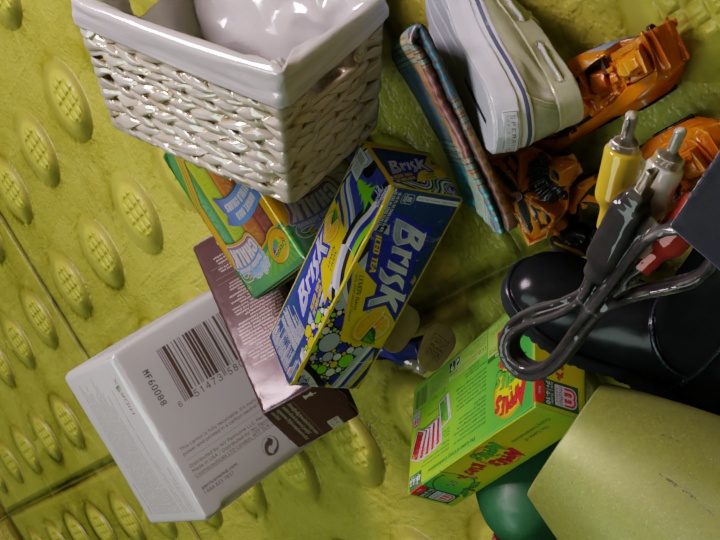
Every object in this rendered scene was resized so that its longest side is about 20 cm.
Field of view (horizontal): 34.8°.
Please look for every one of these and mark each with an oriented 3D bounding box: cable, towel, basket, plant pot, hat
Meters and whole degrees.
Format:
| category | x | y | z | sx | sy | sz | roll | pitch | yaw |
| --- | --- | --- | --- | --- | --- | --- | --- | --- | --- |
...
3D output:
| category | x | y | z | sx | sy | sz | roll | pitch | yaw |
| --- | --- | --- | --- | --- | --- | --- | --- | --- | --- |
| cable | 0.159 | 0.005 | 0.714 | 0.097 | 0.050 | 0.201 | 40 | 133 | 20 |
| towel | 0.061 | -0.101 | 0.808 | 0.148 | 0.022 | 0.200 | 63 | -176 | -8 |
| basket | -0.092 | -0.153 | 0.851 | 0.199 | 0.136 | 0.124 | 24 | 138 | 26 |
| plant pot | 0.216 | 0.167 | 0.747 | 0.199 | 0.187 | 0.188 | 35 | 142 | 15 |
| hat | 0.109 | 0.207 | 0.956 | 0.199 | 0.176 | 0.167 | 30 | 138 | 36 |

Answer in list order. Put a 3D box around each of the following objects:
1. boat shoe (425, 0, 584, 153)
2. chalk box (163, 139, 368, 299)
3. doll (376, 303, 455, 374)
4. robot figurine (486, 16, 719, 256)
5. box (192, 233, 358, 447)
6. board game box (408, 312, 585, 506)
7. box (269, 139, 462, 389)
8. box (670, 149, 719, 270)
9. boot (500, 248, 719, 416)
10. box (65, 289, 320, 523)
| category | x | y | z | sx | sy | sz | roll | pitch | yaw |
| --- | --- | --- | --- | --- | --- | --- | --- | --- | --- |
| boat shoe | 0.089 | -0.149 | 0.762 | 0.072 | 0.061 | 0.201 | 89 | 168 | -47 |
| chalk box | -0.057 | -0.062 | 1.006 | 0.201 | 0.124 | 0.125 | 57 | 148 | 1 |
| doll | 0.012 | 0.058 | 1.052 | 0.136 | 0.049 | 0.200 | 30 | 170 | -23 |
| robot figurine | 0.155 | -0.080 | 0.771 | 0.146 | 0.058 | 0.200 | 60 | 147 | 1 |
| box | -0.081 | 0.056 | 1.096 | 0.201 | 0.075 | 0.100 | 61 | -178 | 32 |
| board game box | 0.106 | 0.108 | 0.933 | 0.047 | 0.102 | 0.200 | 17 | 145 | -19 |
| box | 0.000 | 0.000 | 0.908 | 0.201 | 0.070 | 0.064 | -62 | 38 | 30 |
| box | 0.269 | -0.047 | 0.519 | 0.148 | 0.199 | 0.107 | 44 | 144 | 19 |
| boot | 0.203 | 0.020 | 0.746 | 0.197 | 0.074 | 0.163 | 32 | 149 | 4 |
| box | -0.172 | 0.140 | 1.252 | 0.171 | 0.198 | 0.201 | -20 | 100 | 57 |
